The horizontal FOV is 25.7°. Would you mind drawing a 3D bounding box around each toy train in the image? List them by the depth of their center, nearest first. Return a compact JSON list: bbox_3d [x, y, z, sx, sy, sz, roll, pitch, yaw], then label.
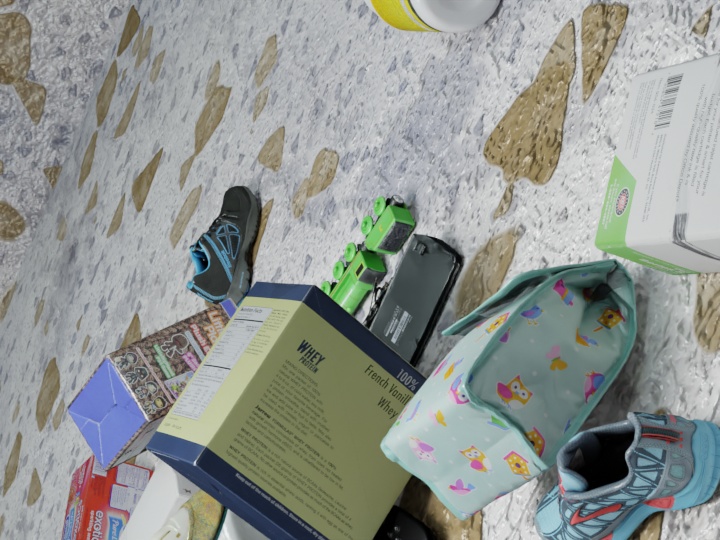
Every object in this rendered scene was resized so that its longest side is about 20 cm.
[{"bbox_3d":[0.000,0.000,1.788,0.201,0.041,0.057,-57,37,31],"label":"toy train"}]

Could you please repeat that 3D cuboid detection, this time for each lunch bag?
[{"bbox_3d":[0.129,0.082,1.299,0.200,0.122,0.170,-52,4,-31],"label":"lunch bag"}]

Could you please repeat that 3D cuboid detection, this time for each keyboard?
[{"bbox_3d":[0.045,0.055,1.664,0.104,0.039,0.201,39,109,42],"label":"keyboard"}]

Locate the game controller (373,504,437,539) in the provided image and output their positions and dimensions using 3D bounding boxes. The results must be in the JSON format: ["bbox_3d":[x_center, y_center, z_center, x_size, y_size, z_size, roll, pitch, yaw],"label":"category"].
[{"bbox_3d":[0.016,0.325,1.490,0.104,0.042,0.202,24,96,68],"label":"game controller"}]

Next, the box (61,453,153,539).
[{"bbox_3d":[-0.368,0.379,2.263,0.095,0.099,0.201,-42,36,50],"label":"box"}]

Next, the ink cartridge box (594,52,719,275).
[{"bbox_3d":[0.271,-0.079,1.158,0.200,0.083,0.147,-4,70,66],"label":"ink cartridge box"}]

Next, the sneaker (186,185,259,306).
[{"bbox_3d":[-0.192,-0.043,2.208,0.073,0.081,0.201,-48,30,46],"label":"sneaker"}]

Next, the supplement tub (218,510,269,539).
[{"bbox_3d":[-0.142,0.317,1.757,0.200,0.122,0.123,-48,31,43],"label":"supplement tub"}]

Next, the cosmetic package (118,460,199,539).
[{"bbox_3d":[-0.244,0.335,2.029,0.201,0.084,0.108,-59,26,25],"label":"cosmetic package"}]

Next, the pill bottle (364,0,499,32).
[{"bbox_3d":[0.072,-0.325,1.774,0.200,0.112,0.113,23,94,67],"label":"pill bottle"}]

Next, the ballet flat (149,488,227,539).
[{"bbox_3d":[-0.187,0.298,1.574,0.071,0.070,0.202,5,76,67],"label":"ballet flat"}]

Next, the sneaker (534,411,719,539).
[{"bbox_3d":[0.178,0.149,1.180,0.200,0.095,0.080,-43,35,49],"label":"sneaker"}]

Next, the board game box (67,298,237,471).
[{"bbox_3d":[-0.242,0.144,1.990,0.097,0.199,0.159,56,139,10],"label":"board game box"}]

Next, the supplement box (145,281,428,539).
[{"bbox_3d":[-0.057,0.148,1.517,0.201,0.200,0.134,-57,24,-15],"label":"supplement box"}]
